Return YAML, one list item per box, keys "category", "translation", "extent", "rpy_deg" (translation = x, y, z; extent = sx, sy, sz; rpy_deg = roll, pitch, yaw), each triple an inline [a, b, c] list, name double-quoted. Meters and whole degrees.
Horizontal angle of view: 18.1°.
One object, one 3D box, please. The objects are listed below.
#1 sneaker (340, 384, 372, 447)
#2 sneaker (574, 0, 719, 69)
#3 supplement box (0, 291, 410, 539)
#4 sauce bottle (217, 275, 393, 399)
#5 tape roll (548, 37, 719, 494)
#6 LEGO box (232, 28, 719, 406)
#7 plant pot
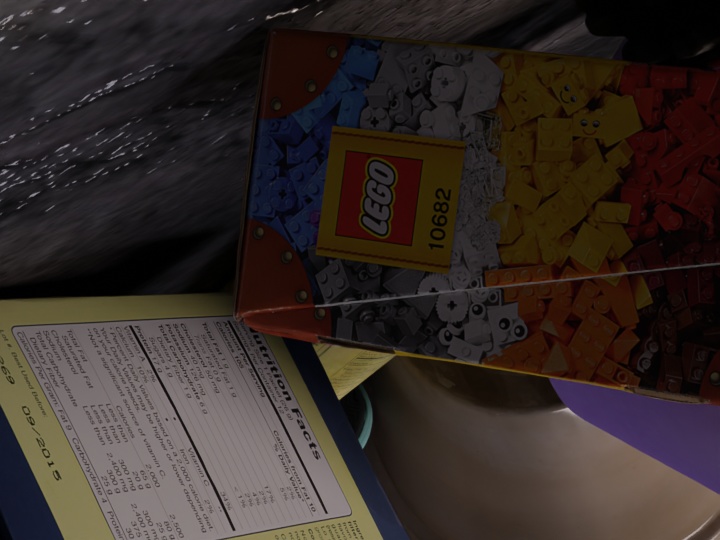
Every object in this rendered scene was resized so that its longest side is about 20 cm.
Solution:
- category: "sneaker"
  translation: [-0.090, 0.112, 0.949]
  extent: [0.199, 0.078, 0.140]
  rpy_deg: [-28, 172, -19]
- category: "sneaker"
  translation: [0.127, -0.110, 0.527]
  extent: [0.098, 0.071, 0.200]
  rpy_deg: [-22, 168, -35]
- category: "supplement box"
  translation: [-0.116, 0.113, 0.723]
  extent: [0.200, 0.135, 0.199]
  rpy_deg: [-35, 163, 27]
- category: "sauce bottle"
  translation: [0.000, 0.000, 0.817]
  extent: [0.065, 0.065, 0.200]
  rpy_deg: [-25, 169, -36]
- category: "tape roll"
  translation: [0.157, -0.018, 0.806]
  extent: [0.200, 0.085, 0.201]
  rpy_deg: [-31, 134, -37]
- category: "LEGO box"
  translation: [0.080, -0.011, 0.616]
  extent: [0.148, 0.078, 0.200]
  rpy_deg: [9, -178, 25]
- category: "plant pot"
  translation: [0.082, 0.029, 0.951]
  extent: [0.199, 0.200, 0.174]
  rpy_deg: [-30, 155, 0]
